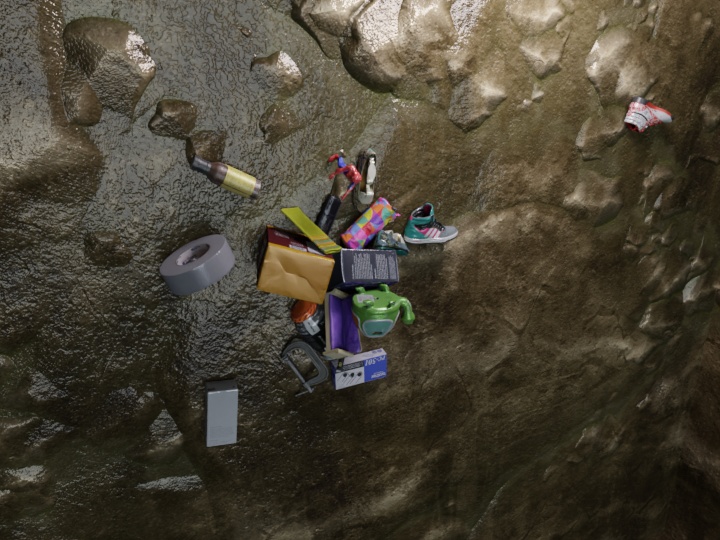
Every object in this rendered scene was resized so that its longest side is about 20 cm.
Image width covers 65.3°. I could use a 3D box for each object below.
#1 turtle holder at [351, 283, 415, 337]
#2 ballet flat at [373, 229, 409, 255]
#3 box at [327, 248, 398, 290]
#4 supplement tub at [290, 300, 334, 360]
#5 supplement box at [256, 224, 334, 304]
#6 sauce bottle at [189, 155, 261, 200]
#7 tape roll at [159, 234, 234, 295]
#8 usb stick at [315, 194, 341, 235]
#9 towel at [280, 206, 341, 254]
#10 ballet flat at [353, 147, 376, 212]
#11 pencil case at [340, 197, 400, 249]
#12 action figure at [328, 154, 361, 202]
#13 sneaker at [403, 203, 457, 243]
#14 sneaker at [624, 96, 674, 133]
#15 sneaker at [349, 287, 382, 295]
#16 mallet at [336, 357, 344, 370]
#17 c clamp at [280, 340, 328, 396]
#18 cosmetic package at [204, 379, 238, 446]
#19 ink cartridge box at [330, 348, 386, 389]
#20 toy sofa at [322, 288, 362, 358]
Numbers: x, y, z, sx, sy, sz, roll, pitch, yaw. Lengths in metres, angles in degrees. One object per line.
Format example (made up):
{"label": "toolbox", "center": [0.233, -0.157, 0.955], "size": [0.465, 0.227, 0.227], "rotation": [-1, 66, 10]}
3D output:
{"label": "turtle holder", "center": [0.059, 0.123, 1.698], "size": [0.183, 0.140, 0.135], "rotation": [-14, 118, -34]}
{"label": "ballet flat", "center": [0.106, -0.092, 1.813], "size": [0.075, 0.074, 0.199], "rotation": [-61, 155, 8]}
{"label": "box", "center": [0.000, 0.000, 1.766], "size": [0.196, 0.148, 0.107], "rotation": [-1, 78, -26]}
{"label": "supplement tub", "center": [-0.131, 0.184, 1.815], "size": [0.122, 0.122, 0.201], "rotation": [-41, 121, -4]}
{"label": "supplement box", "center": [-0.196, -0.021, 1.641], "size": [0.193, 0.200, 0.135], "rotation": [14, 107, -15]}
{"label": "sauce bottle", "center": [-0.375, -0.262, 1.568], "size": [0.197, 0.065, 0.066], "rotation": [24, 100, -30]}
{"label": "tape roll", "center": [-0.449, -0.018, 1.553], "size": [0.198, 0.200, 0.067], "rotation": [-29, 119, -10]}
{"label": "usb stick", "center": [-0.116, -0.137, 1.749], "size": [0.055, 0.033, 0.203], "rotation": [17, 102, -35]}
{"label": "towel", "center": [-0.144, -0.120, 1.646], "size": [0.018, 0.200, 0.086], "rotation": [-54, 161, 22]}
{"label": "ballet flat", "center": [0.018, -0.271, 1.730], "size": [0.066, 0.075, 0.204], "rotation": [-3, 111, -25]}
{"label": "pencil case", "center": [0.029, -0.141, 1.781], "size": [0.199, 0.088, 0.089], "rotation": [-41, 120, -1]}
{"label": "action figure", "center": [-0.060, -0.270, 1.624], "size": [0.099, 0.200, 0.065], "rotation": [-43, 120, -2]}
{"label": "sneaker", "center": [0.240, -0.162, 1.870], "size": [0.196, 0.084, 0.123], "rotation": [-7, 122, -20]}
{"label": "sneaker", "center": [1.064, -0.557, 2.084], "size": [0.198, 0.067, 0.110], "rotation": [16, 104, -24]}
{"label": "sneaker", "center": [0.011, 0.103, 1.821], "size": [0.098, 0.200, 0.079], "rotation": [20, 59, -20]}
{"label": "mallet", "center": [-0.055, 0.211, 1.779], "size": [0.065, 0.041, 0.203], "rotation": [17, 71, 8]}
{"label": "c clamp", "center": [-0.197, 0.326, 1.865], "size": [0.168, 0.027, 0.202], "rotation": [-21, 112, 23]}
{"label": "cosmetic package", "center": [-0.450, 0.459, 1.813], "size": [0.100, 0.074, 0.205], "rotation": [-1, 108, -23]}
{"label": "ink cartridge box", "center": [-0.005, 0.346, 1.978], "size": [0.196, 0.044, 0.096], "rotation": [-11, 115, -20]}
{"label": "toy sofa", "center": [-0.061, 0.163, 1.727], "size": [0.082, 0.096, 0.204], "rotation": [25, 54, -51]}
